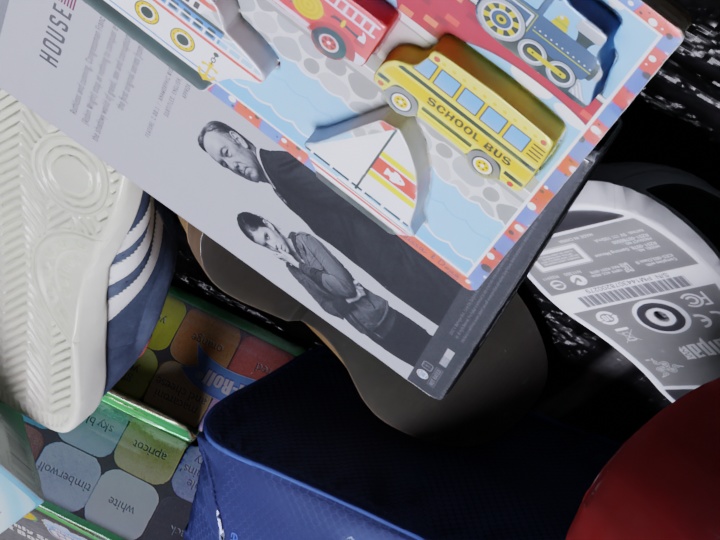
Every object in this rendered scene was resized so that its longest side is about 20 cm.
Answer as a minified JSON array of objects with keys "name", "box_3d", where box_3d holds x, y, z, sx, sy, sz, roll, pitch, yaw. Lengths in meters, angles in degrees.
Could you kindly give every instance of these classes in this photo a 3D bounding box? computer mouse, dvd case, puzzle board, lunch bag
[{"name":"computer mouse","box_3d":[0.127,0.016,0.838,0.109,0.044,0.200,-11,138,42]},{"name":"dvd case","box_3d":[-0.028,-0.057,0.793,0.199,0.025,0.151,36,145,5]},{"name":"puzzle board","box_3d":[-0.019,-0.087,0.716,0.200,0.017,0.151,38,144,1]},{"name":"lunch bag","box_3d":[0.029,0.132,1.017,0.199,0.136,0.133,22,117,28]}]

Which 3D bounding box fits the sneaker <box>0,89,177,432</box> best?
[{"name":"sneaker","box_3d":[-0.105,-0.031,0.980,0.075,0.085,0.201,30,135,14]}]

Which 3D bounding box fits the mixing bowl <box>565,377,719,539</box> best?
[{"name":"mixing bowl","box_3d":[0.134,0.104,0.782,0.108,0.200,0.200,39,173,44]}]

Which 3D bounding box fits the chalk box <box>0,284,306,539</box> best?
[{"name":"chalk box","box_3d":[-0.106,0.078,1.144,0.124,0.124,0.200,26,158,3]}]

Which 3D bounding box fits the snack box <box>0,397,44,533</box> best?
[{"name":"snack box","box_3d":[-0.197,0.008,1.042,0.116,0.037,0.201,49,-168,-43]}]

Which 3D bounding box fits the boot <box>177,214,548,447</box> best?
[{"name":"boot","box_3d":[0.000,0.000,0.951,0.200,0.074,0.076,38,-172,-40]}]
